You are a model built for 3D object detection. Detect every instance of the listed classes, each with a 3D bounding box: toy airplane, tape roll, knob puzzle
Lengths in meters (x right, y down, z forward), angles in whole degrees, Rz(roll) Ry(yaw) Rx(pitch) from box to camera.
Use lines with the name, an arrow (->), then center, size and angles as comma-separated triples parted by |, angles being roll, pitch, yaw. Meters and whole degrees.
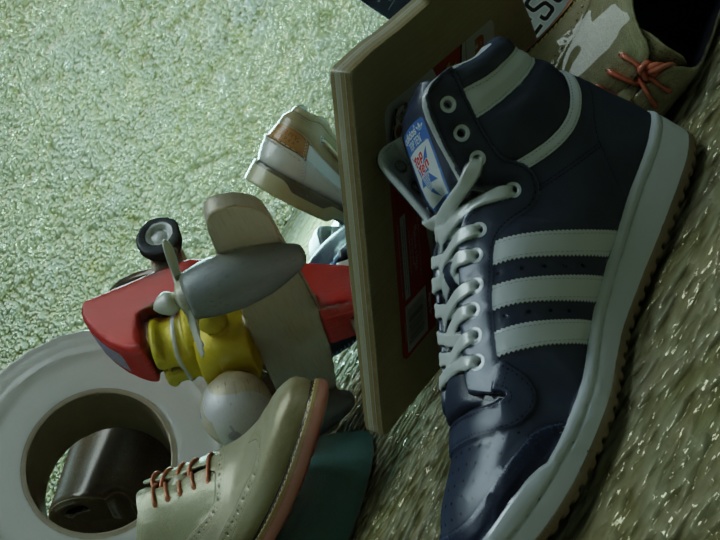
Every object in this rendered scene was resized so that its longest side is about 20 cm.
toy airplane -> -0.054, 0.044, 0.690 | 0.199, 0.199, 0.142 | -34, 37, 44
tape roll -> -0.176, 0.143, 0.779 | 0.071, 0.201, 0.204 | 94, -160, -60
knob puzzle -> 0.040, -0.053, 0.538 | 0.219, 0.030, 0.222 | -34, -50, -53

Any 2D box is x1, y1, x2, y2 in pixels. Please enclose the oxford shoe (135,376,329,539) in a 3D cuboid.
oxford shoe -> -0.085, 0.132, 0.621 | 0.201, 0.073, 0.071 | -57, 8, 18

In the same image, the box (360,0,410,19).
box -> 0.089, -0.290, 0.957 | 0.104, 0.181, 0.201 | -51, 11, 49

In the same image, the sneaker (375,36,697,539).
sneaker -> 0.043, 0.004, 0.406 | 0.201, 0.108, 0.070 | -63, 8, -27

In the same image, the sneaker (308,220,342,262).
sneaker -> -0.014, 0.002, 0.991 | 0.200, 0.072, 0.071 | -50, -17, -81

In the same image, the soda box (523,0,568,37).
soda box -> 0.117, -0.160, 0.684 | 0.200, 0.068, 0.064 | -53, 1, 38

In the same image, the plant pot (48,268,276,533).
plant pot -> -0.152, 0.138, 0.924 | 0.200, 0.199, 0.200 | -50, 19, 51

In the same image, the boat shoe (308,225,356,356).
boat shoe -> 0.000, 0.000, 0.818 | 0.201, 0.084, 0.069 | -57, 11, 34

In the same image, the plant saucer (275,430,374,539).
plant saucer -> -0.058, 0.179, 0.680 | 0.201, 0.036, 0.200 | -59, 7, 12

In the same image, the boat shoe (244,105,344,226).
boat shoe -> -0.006, -0.069, 0.876 | 0.199, 0.074, 0.069 | 19, -80, -59

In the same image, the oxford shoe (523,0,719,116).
oxford shoe -> 0.103, -0.079, 0.495 | 0.202, 0.070, 0.075 | -62, 14, -6
